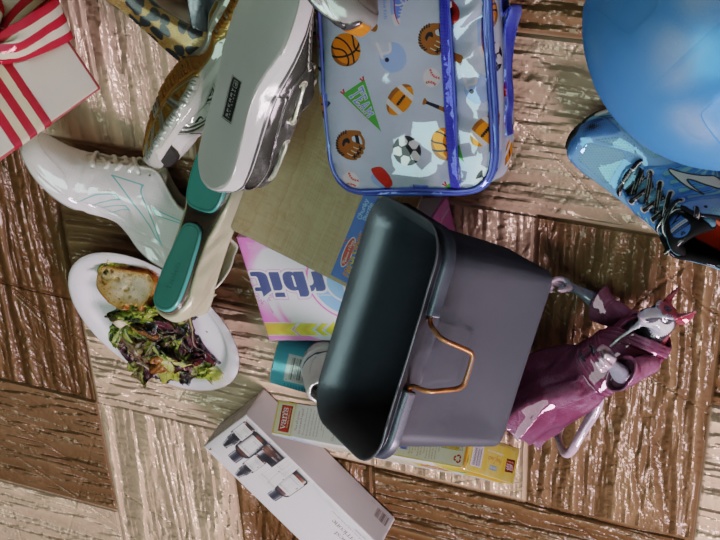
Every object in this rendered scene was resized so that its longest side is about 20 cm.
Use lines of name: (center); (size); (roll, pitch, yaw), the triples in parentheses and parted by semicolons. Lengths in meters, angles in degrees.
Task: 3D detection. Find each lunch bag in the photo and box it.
lunch bag: (0.048, -0.160, 1.065); (0.160, 0.076, 0.201); (2, 105, 24)

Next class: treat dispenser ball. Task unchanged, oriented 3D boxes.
treat dispenser ball: (0.250, -0.168, 0.908); (0.200, 0.201, 0.202); (13, 126, 18)

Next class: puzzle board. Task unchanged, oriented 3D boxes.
puzzle board: (-0.012, -0.095, 1.151); (0.150, 0.017, 0.201); (26, 106, 14)

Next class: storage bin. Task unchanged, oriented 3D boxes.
storage bin: (0.070, 0.057, 1.104); (0.134, 0.145, 0.201); (9, 103, -29)

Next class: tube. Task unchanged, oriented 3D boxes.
tube: (0.012, 0.111, 1.313); (0.199, 0.051, 0.078); (15, 135, 5)

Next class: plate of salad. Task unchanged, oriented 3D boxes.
plate of salad: (-0.215, 0.061, 1.364); (0.199, 0.048, 0.201); (19, 142, 15)

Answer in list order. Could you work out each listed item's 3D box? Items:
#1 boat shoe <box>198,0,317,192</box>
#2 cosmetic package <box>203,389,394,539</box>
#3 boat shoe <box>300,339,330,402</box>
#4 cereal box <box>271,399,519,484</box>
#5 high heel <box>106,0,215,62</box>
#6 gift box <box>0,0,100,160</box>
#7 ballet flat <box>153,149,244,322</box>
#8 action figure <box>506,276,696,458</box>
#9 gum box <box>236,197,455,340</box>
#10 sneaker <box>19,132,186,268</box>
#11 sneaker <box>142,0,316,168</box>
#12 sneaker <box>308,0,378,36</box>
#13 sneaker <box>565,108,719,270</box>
boat shoe: (-0.071, -0.153, 1.070); (0.071, 0.063, 0.201); (46, 125, 35)
cosmetic package: (-0.065, 0.225, 1.422); (0.200, 0.051, 0.082); (45, 130, -8)
boat shoe: (0.043, 0.110, 1.243); (0.199, 0.067, 0.074); (1, 120, -1)
cereal box: (0.035, 0.162, 1.276); (0.199, 0.144, 0.040); (8, 81, 25)
high heel: (-0.210, -0.221, 1.177); (0.199, 0.071, 0.143); (1, 120, 19)
gift box: (-0.369, -0.182, 1.174); (0.186, 0.185, 0.200); (-1, 131, 56)
ballet flat: (-0.134, -0.046, 1.249); (0.069, 0.069, 0.201); (24, 97, 9)
action figure: (0.207, 0.088, 1.151); (0.200, 0.134, 0.149); (-33, 121, 27)
gum box: (0.000, 0.000, 1.228); (0.199, 0.066, 0.114); (-1, 120, 26)
sneaker: (-0.227, -0.083, 1.285); (0.200, 0.071, 0.080); (32, 115, -14)
sneaker: (-0.107, -0.155, 1.128); (0.087, 0.076, 0.200); (26, 116, -29)
sneaker: (-0.009, -0.273, 0.995); (0.092, 0.076, 0.201); (-22, 72, 27)
sneaker: (0.250, -0.058, 1.054); (0.199, 0.090, 0.079); (30, 129, 6)
